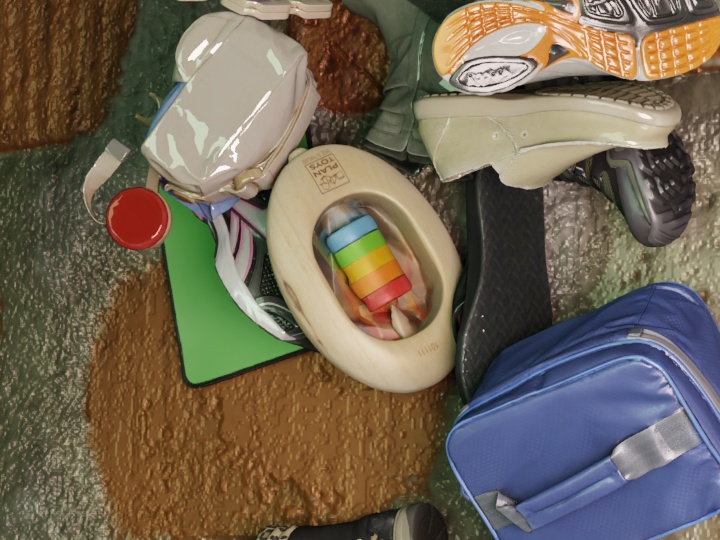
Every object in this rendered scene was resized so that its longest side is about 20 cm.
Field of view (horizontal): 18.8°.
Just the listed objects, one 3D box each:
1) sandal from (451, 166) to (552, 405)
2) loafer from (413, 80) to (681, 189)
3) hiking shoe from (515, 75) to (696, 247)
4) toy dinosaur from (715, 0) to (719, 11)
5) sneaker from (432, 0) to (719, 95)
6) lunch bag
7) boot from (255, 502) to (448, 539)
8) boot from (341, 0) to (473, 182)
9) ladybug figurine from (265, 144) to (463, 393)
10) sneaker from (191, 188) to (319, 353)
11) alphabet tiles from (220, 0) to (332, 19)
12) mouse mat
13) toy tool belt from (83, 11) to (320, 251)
[{"bbox_3d":[0.099,0.013,1.577,0.048,0.075,0.201,-22,60,60],"label":"sandal"},{"bbox_3d":[0.128,-0.090,1.479,0.199,0.076,0.069,3,103,38],"label":"loafer"},{"bbox_3d":[0.164,-0.086,1.545,0.101,0.076,0.200,-43,53,31],"label":"hiking shoe"},{"bbox_3d":[0.241,-0.189,1.514,0.199,0.047,0.088,8,70,16],"label":"toy dinosaur"},{"bbox_3d":[0.143,-0.162,1.480,0.199,0.092,0.076,-5,96,-5],"label":"sneaker"},{"bbox_3d":[0.153,0.112,1.451,0.200,0.132,0.136,-28,101,28],"label":"lunch bag"},{"bbox_3d":[-0.012,0.273,1.601,0.150,0.073,0.201,-6,76,32],"label":"boot"},{"bbox_3d":[0.029,-0.146,1.612,0.200,0.068,0.131,28,94,48],"label":"boot"},{"bbox_3d":[0.000,0.000,1.608,0.200,0.135,0.072,63,159,5],"label":"ladybug figurine"},{"bbox_3d":[-0.068,-0.032,1.672,0.086,0.080,0.200,-41,64,20],"label":"sneaker"},{"bbox_3d":[-0.119,-0.235,1.672,0.200,0.195,0.015,31,115,33],"label":"alphabet tiles"},{"bbox_3d":[-0.092,-0.019,1.736,0.161,0.008,0.201,-19,73,30],"label":"mouse mat"},{"bbox_3d":[-0.115,-0.094,1.638,0.125,0.123,0.200,34,86,5],"label":"toy tool belt"}]
